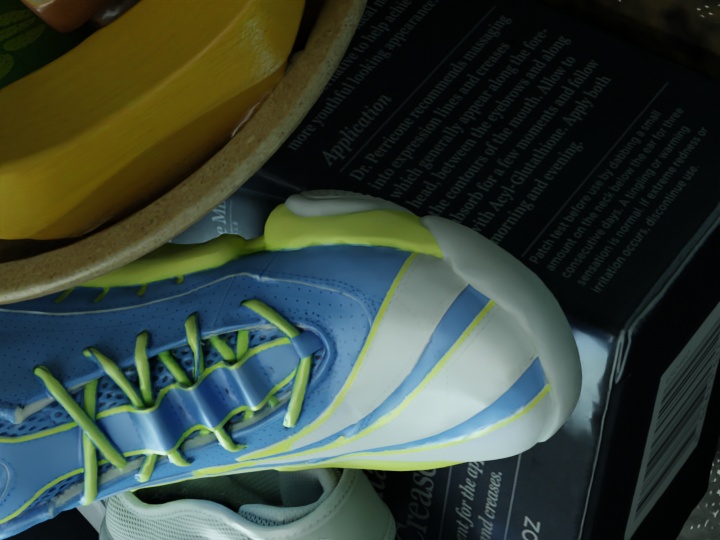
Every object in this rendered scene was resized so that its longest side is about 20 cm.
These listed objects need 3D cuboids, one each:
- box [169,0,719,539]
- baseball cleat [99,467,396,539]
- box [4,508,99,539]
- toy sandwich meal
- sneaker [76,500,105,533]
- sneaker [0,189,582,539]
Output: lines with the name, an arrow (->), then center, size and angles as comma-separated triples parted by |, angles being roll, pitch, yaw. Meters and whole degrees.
box -> 0.000, 0.000, 0.837 | 0.199, 0.107, 0.149 | 25, 136, 19
baseball cleat -> 0.012, 0.109, 0.775 | 0.199, 0.070, 0.107 | 24, 136, 18
box -> -0.073, 0.170, 1.045 | 0.200, 0.107, 0.149 | 37, 138, 5
toy sandwich meal -> -0.080, -0.085, 0.736 | 0.204, 0.206, 0.070 | 11, 155, 31
sneaker -> -0.039, 0.080, 0.969 | 0.200, 0.073, 0.071 | 44, 142, -1
sneaker -> -0.047, 0.035, 0.729 | 0.199, 0.105, 0.076 | 4, 129, 37
